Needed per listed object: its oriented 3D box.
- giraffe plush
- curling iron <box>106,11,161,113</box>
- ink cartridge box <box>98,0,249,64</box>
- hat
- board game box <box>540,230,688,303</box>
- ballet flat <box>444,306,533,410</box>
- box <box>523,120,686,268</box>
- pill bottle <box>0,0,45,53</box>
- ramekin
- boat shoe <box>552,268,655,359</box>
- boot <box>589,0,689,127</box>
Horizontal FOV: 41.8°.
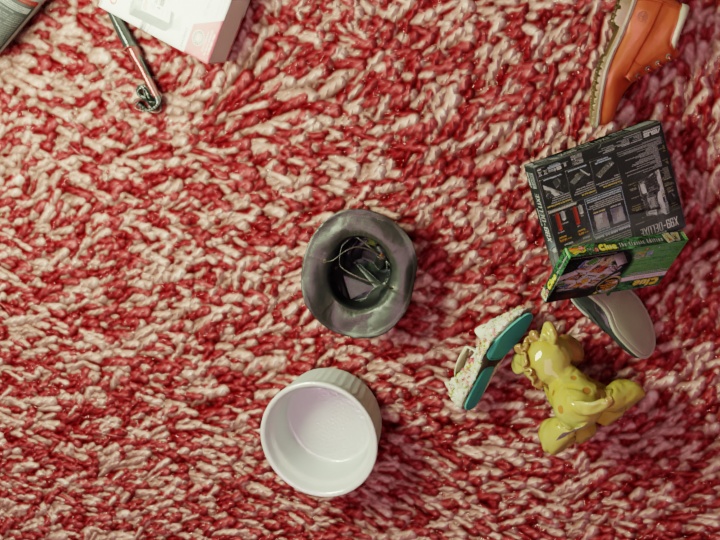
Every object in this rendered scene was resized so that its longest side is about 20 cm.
[{"bbox_3d":[0.305,0.168,1.427,0.172,0.199,0.164,-41,65,24],"label":"giraffe plush"},{"bbox_3d":[-0.369,-0.344,1.499,0.049,0.026,0.203,-19,100,15],"label":"curling iron"},{"bbox_3d":[-0.276,-0.423,1.423,0.198,0.085,0.147,29,111,6],"label":"ink cartridge box"},{"bbox_3d":[0.000,0.000,1.483,0.197,0.081,0.205,1,101,7],"label":"hat"},{"bbox_3d":[0.360,-0.005,1.339,0.197,0.024,0.106,-8,141,-20],"label":"board game box"},{"bbox_3d":[0.193,0.128,1.480,0.064,0.075,0.202,43,109,35],"label":"ballet flat"},{"bbox_3d":[0.349,-0.106,1.341,0.197,0.050,0.160,-20,102,-4],"label":"box"},{"bbox_3d":[-0.594,-0.408,1.488,0.199,0.116,0.116,-40,94,20],"label":"pill bottle"},{"bbox_3d":[-0.058,0.261,1.563,0.197,0.098,0.204,4,107,12],"label":"ramekin"},{"bbox_3d":[0.369,0.052,1.421,0.200,0.067,0.072,46,68,-7],"label":"boat shoe"},{"bbox_3d":[0.382,-0.287,1.307,0.105,0.075,0.203,18,109,3],"label":"boot"}]
